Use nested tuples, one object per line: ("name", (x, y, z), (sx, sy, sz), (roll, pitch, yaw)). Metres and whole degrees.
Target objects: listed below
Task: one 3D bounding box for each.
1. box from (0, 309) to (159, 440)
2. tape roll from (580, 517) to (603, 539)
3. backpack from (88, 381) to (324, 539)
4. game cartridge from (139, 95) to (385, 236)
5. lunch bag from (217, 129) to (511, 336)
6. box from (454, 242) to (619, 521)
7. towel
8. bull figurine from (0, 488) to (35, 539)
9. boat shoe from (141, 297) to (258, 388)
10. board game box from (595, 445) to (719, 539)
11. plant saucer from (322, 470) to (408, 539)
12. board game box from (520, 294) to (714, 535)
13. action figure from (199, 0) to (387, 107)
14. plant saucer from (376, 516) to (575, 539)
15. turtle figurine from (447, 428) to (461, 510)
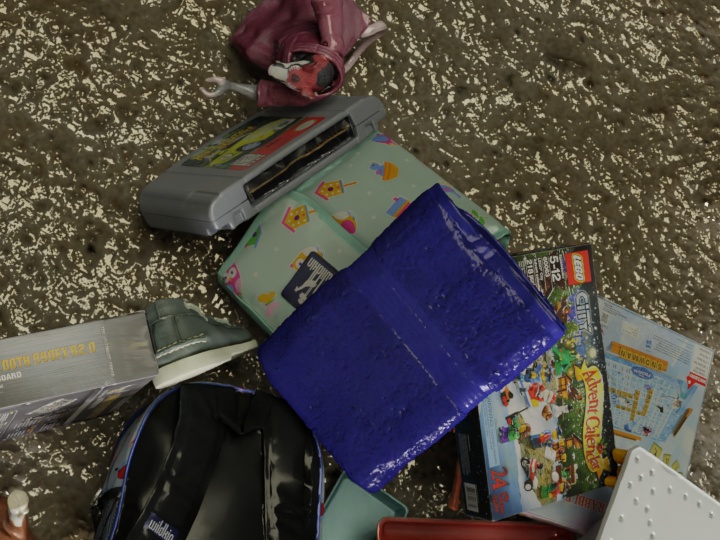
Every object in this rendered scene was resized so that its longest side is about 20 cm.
("box", (-0.245, 0.086, 0.881), (0.157, 0.200, 0.049), (-12, 80, -23))
("tape roll", (0.243, 0.306, 1.042), (0.202, 0.037, 0.204), (-1, 91, -36))
("backpack", (-0.115, 0.186, 0.928), (0.199, 0.154, 0.192), (19, 73, -24))
("game cartridge", (-0.088, -0.096, 1.038), (0.200, 0.133, 0.041), (-37, 114, -31))
("lunch bag", (0.000, 0.000, 1.023), (0.200, 0.122, 0.170), (-36, 62, -26))
("box", (0.136, 0.086, 0.975), (0.136, 0.038, 0.201), (-9, 93, -31))
("towel", (0.036, 0.052, 0.911), (0.200, 0.050, 0.148), (-42, 82, 10))
("bull figurine", (-0.261, 0.218, 0.884), (0.065, 0.121, 0.201), (-26, 90, -27))
("boat shoe", (-0.128, 0.048, 0.943), (0.072, 0.200, 0.062), (-23, 89, 3))
("board game box", (0.244, 0.275, 1.005), (0.200, 0.026, 0.201), (35, 71, -31))
("plant saucer", (-0.035, 0.264, 1.007), (0.070, 0.019, 0.201), (36, 65, -8))
("board game box", (0.217, 0.135, 1.074), (0.199, 0.041, 0.201), (24, 76, -31))
("action figure", (-0.050, -0.183, 1.064), (0.149, 0.134, 0.200), (33, 18, -26))
("plant saucer", (0.097, 0.314, 1.023), (0.199, 0.037, 0.201), (7, 71, -25))
("turtle figurine", (0.129, 0.132, 1.087), (0.160, 0.064, 0.201), (19, 59, -23))
